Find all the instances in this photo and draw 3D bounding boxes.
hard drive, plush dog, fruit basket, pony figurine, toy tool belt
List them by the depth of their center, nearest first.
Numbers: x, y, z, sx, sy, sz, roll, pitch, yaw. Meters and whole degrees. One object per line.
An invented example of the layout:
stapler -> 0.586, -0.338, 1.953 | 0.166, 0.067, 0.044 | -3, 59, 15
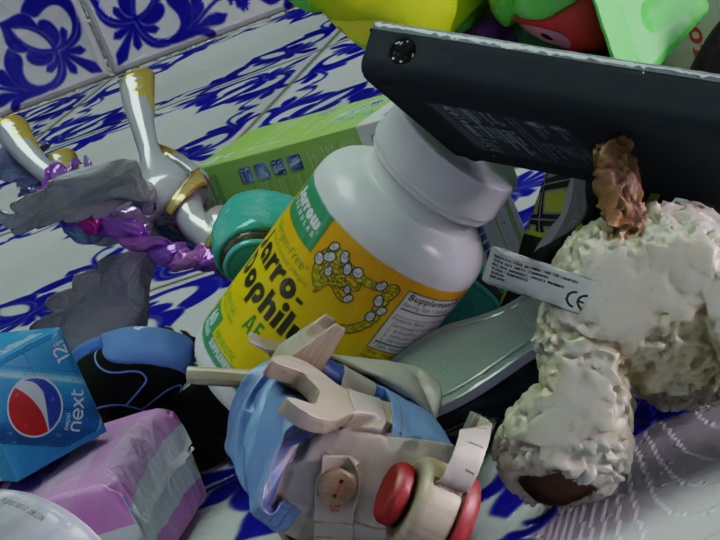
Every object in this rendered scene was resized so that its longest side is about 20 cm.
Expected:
toy tool belt -> -0.022, 0.088, 1.065 | 0.125, 0.123, 0.200 | -66, 13, 2
plush dog -> 0.153, 0.021, 1.074 | 0.200, 0.161, 0.172 | -21, -9, 10
hard drive -> 0.117, -0.074, 1.078 | 0.200, 0.033, 0.140 | 13, -10, 28
fruit basket -> 0.054, -0.152, 1.162 | 0.215, 0.156, 0.216 | -19, 19, 7
pony figurine -> -0.162, -0.039, 1.412 | 0.193, 0.167, 0.200 | -23, 46, -25

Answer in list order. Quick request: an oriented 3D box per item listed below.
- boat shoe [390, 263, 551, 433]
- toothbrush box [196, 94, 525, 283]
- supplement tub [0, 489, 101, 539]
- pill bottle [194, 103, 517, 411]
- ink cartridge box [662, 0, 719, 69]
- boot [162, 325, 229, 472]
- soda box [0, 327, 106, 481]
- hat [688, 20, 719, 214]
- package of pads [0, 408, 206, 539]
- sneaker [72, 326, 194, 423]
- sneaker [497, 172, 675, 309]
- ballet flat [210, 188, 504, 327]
boat shoe -> 0.089, 0.052, 1.189 | 0.200, 0.060, 0.076 | -29, 32, 11
toothbrush box -> -0.001, -0.037, 1.481 | 0.200, 0.146, 0.086 | -12, 17, 39
supplement tub -> -0.203, 0.197, 0.975 | 0.122, 0.123, 0.200 | -10, 19, 41
pill bottle -> 0.000, 0.000, 1.240 | 0.200, 0.113, 0.113 | -52, 2, 23
ink cartridge box -> 0.149, -0.192, 1.288 | 0.200, 0.146, 0.084 | 5, 30, 42
boot -> -0.083, 0.059, 1.412 | 0.200, 0.073, 0.151 | -38, 19, -24
soda box -> -0.229, 0.080, 1.261 | 0.064, 0.068, 0.200 | -29, 12, -30
hat -> 0.272, -0.080, 1.145 | 0.200, 0.201, 0.081 | -18, 9, 18
package of pads -> -0.196, 0.152, 1.231 | 0.200, 0.076, 0.121 | -19, 12, 17
sneaker -> -0.167, 0.102, 1.308 | 0.070, 0.078, 0.200 | 18, -35, -34
sneaker -> 0.135, -0.036, 1.227 | 0.075, 0.200, 0.076 | 14, 36, -19
ballet flat -> 0.001, -0.013, 1.346 | 0.070, 0.200, 0.067 | -100, 30, -44
